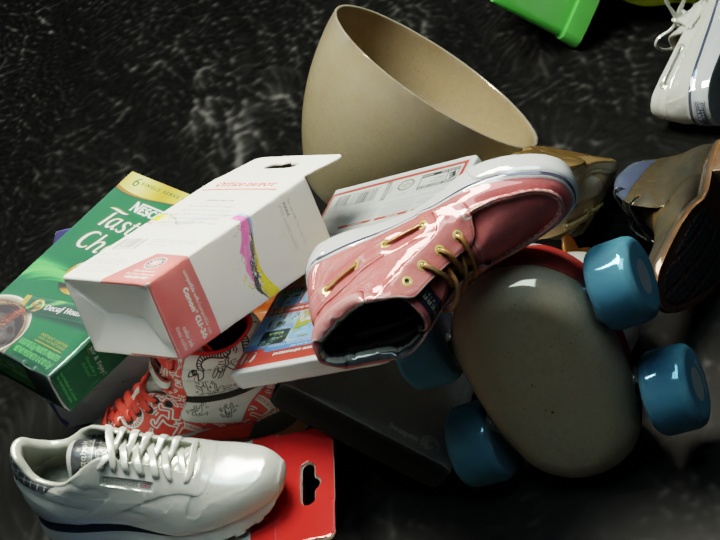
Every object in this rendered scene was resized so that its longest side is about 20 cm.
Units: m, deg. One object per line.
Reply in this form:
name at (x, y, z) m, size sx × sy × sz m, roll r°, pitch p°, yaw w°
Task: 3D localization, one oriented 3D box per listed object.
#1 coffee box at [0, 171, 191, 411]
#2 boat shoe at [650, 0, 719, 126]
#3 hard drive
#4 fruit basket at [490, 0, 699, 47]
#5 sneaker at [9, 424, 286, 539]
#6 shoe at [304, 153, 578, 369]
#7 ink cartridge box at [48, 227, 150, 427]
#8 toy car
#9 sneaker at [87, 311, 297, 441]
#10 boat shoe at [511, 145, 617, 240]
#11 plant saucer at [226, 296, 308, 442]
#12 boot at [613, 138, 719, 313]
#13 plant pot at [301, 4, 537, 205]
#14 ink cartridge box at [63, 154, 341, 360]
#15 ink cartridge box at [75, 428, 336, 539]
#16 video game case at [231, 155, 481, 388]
coffee box at (-0.201, 0.012, 1.533) m, size 0.123 × 0.044 × 0.200 m, roll 23°, pitch 58°, yaw 42°
boat shoe at (0.292, -0.204, 1.688) m, size 0.086 × 0.075 × 0.202 m, roll 4°, pitch 56°, yaw 33°
hard drive at (0.023, 0.055, 1.481) m, size 0.139 × 0.033 × 0.200 m, roll 28°, pitch 44°, yaw -8°
fruit basket at (0.225, -0.306, 1.767) m, size 0.215 × 0.216 × 0.156 m, roll -20°, pitch 40°, yaw 4°
sneaker at (-0.151, 0.146, 1.389) m, size 0.199 × 0.081 × 0.077 m, roll -8°, pitch 40°, yaw 16°
shoe at (0.055, -0.002, 1.301) m, size 0.200 × 0.072 × 0.091 m, roll -22°, pitch 37°, yaw 16°
ink cartridge box at (-0.185, 0.022, 1.610) m, size 0.136 × 0.076 × 0.200 m, roll -13°, pitch 38°, yaw 12°
toy car at (0.146, 0.031, 1.427) m, size 0.184 × 0.177 × 0.200 m, roll -19°, pitch 25°, yaw 24°
sneaker at (-0.152, 0.091, 1.486) m, size 0.201 × 0.108 × 0.067 m, roll -17°, pitch 39°, yaw 8°
boat shoe at (0.154, -0.058, 1.544) m, size 0.073 × 0.069 × 0.200 m, roll 11°, pitch 8°, yaw 19°
plant saucer at (-0.104, 0.087, 1.579) m, size 0.200 × 0.032 × 0.201 m, roll -13°, pitch 40°, yaw 11°
boot at (0.235, -0.031, 1.524) m, size 0.097 × 0.075 × 0.200 m, roll -4°, pitch 32°, yaw 36°
plant pot at (0.028, -0.108, 1.635) m, size 0.135 × 0.200 × 0.200 m, roll -56°, pitch 36°, yaw 18°
ink cartridge box at (-0.103, -0.014, 1.449) m, size 0.200 × 0.068 × 0.116 m, roll -36°, pitch 24°, yaw -33°
ink cartridge box at (-0.104, 0.193, 1.429) m, size 0.199 × 0.067 × 0.116 m, roll -14°, pitch 40°, yaw 11°
video game case at (0.000, 0.000, 1.428) m, size 0.143 × 0.017 × 0.200 m, roll -12°, pitch 36°, yaw 40°
